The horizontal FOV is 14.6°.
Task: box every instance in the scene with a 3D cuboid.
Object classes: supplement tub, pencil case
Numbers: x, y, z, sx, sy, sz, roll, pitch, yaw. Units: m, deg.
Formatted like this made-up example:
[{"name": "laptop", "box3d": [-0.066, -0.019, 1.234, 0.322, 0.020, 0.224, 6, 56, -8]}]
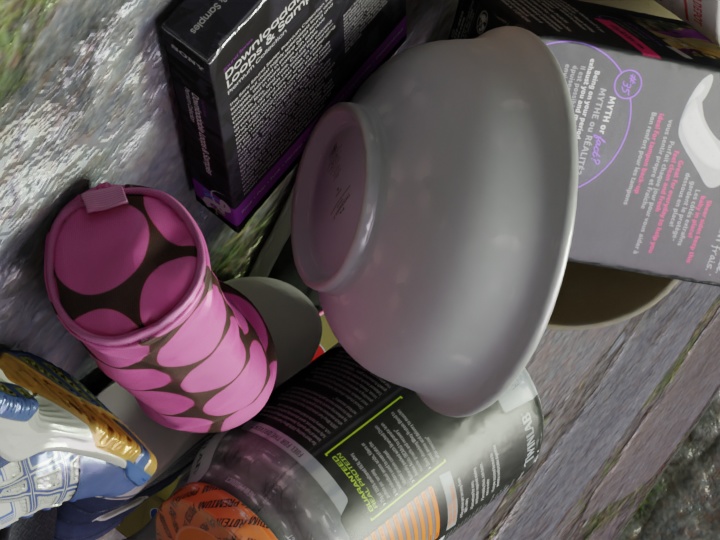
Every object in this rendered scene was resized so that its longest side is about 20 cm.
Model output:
[{"name": "supplement tub", "box3d": [-0.007, 0.110, 1.515, 0.200, 0.123, 0.123, -35, 158, -32]}, {"name": "pencil case", "box3d": [-0.099, 0.018, 1.382, 0.091, 0.094, 0.200, -8, 164, 4]}]

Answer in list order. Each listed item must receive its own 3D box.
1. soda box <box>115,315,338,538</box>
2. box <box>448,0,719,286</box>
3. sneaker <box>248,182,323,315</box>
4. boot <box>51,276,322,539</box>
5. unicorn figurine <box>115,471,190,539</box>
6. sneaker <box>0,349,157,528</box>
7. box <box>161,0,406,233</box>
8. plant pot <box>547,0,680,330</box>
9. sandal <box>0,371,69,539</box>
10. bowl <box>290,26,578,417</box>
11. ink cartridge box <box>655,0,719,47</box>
[{"name": "soda box", "box3d": [-0.063, 0.092, 1.696, 0.200, 0.064, 0.068, -43, 162, -33]}, {"name": "box", "box3d": [0.146, -0.071, 1.516, 0.106, 0.200, 0.122, -130, -127, -61]}, {"name": "sneaker", "box3d": [0.000, 0.000, 1.610, 0.071, 0.099, 0.200, -40, 162, -46]}, {"name": "boot", "box3d": [-0.107, 0.077, 1.552, 0.200, 0.073, 0.090, -34, 170, -44]}, {"name": "unicorn figurine", "box3d": [-0.100, 0.166, 1.581, 0.137, 0.074, 0.200, 37, 80, -40]}, {"name": "sneaker", "box3d": [-0.173, 0.087, 1.322, 0.088, 0.075, 0.200, -55, 150, 5]}, {"name": "box", "box3d": [-0.033, -0.116, 1.371, 0.143, 0.036, 0.200, -49, 166, -17]}, {"name": "plant pot", "box3d": [0.139, -0.092, 1.719, 0.187, 0.187, 0.200, -63, 176, 34]}, {"name": "sandal", "box3d": [-0.189, 0.126, 1.458, 0.076, 0.043, 0.200, -43, 154, -57]}, {"name": "bowl", "box3d": [0.024, -0.031, 1.416, 0.090, 0.201, 0.201, 9, 128, -24]}, {"name": "ink cartridge box", "box3d": [0.161, -0.190, 1.462, 0.067, 0.200, 0.117, -52, 165, -7]}]
